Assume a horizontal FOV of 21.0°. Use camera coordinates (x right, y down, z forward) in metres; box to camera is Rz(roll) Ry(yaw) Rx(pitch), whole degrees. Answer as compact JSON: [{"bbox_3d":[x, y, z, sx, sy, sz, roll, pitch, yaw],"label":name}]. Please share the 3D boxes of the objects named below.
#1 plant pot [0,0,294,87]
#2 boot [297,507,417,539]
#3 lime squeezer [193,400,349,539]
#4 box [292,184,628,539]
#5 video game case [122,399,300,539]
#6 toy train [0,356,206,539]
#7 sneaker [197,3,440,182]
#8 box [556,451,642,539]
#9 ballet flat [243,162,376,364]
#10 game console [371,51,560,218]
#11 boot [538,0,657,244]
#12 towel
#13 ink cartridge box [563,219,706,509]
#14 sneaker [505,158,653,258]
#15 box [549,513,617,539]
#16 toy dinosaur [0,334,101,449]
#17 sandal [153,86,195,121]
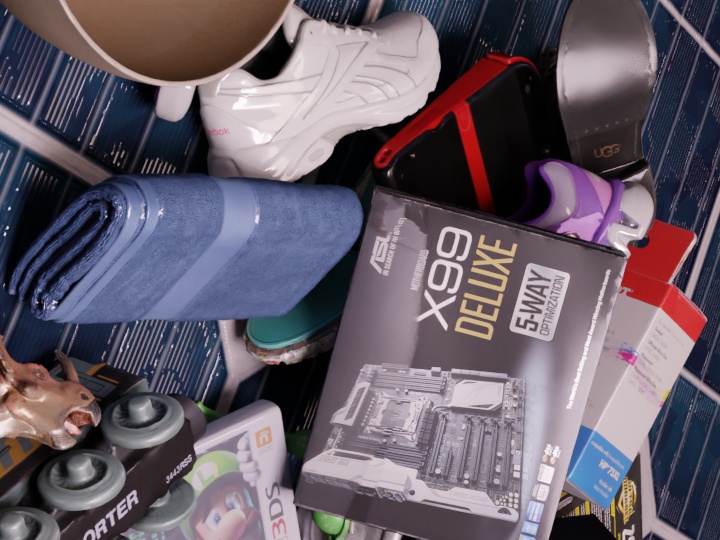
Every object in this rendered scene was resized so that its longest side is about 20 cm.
[{"bbox_3d":[-0.135,-0.200,0.997,0.200,0.134,0.201,-16,111,-48],"label":"plant pot"},{"bbox_3d":[0.042,0.117,1.314,0.074,0.095,0.200,48,62,-44],"label":"boot"},{"bbox_3d":[-0.034,0.148,1.239,0.071,0.038,0.200,-42,117,-29],"label":"lime squeezer"},{"bbox_3d":[0.059,0.063,1.180,0.050,0.157,0.201,-85,-170,-83],"label":"box"},{"bbox_3d":[-0.118,0.196,1.168,0.200,0.023,0.182,-23,116,-33],"label":"video game case"},{"bbox_3d":[-0.170,0.123,1.035,0.200,0.114,0.085,-43,138,-42],"label":"toy train"},{"bbox_3d":[-0.023,-0.129,1.199,0.200,0.078,0.100,-38,122,-40],"label":"sneaker"},{"bbox_3d":[0.163,0.256,1.532,0.160,0.049,0.201,-25,117,-48],"label":"box"},{"bbox_3d":[0.000,0.000,1.259,0.200,0.075,0.064,-50,144,-27],"label":"ballet flat"},{"bbox_3d":[0.080,-0.027,1.288,0.177,0.031,0.201,-40,125,-38],"label":"game console"},{"bbox_3d":[0.152,-0.123,1.362,0.069,0.174,0.201,-8,113,-6],"label":"boot"},{"bbox_3d":[-0.095,-0.016,1.116,0.200,0.112,0.049,1,54,-48],"label":"towel"},{"bbox_3d":[0.169,0.058,1.420,0.067,0.116,0.200,39,78,-46],"label":"ink cartridge box"},{"bbox_3d":[0.100,0.012,1.241,0.088,0.080,0.200,33,85,-19],"label":"sneaker"},{"bbox_3d":[0.148,0.296,1.363,0.104,0.200,0.183,-5,106,-13],"label":"box"},{"bbox_3d":[-0.236,0.035,0.977,0.200,0.086,0.136,56,45,-22],"label":"toy dinosaur"},{"bbox_3d":[-0.100,-0.187,1.105,0.050,0.082,0.203,11,91,-8],"label":"sandal"}]
